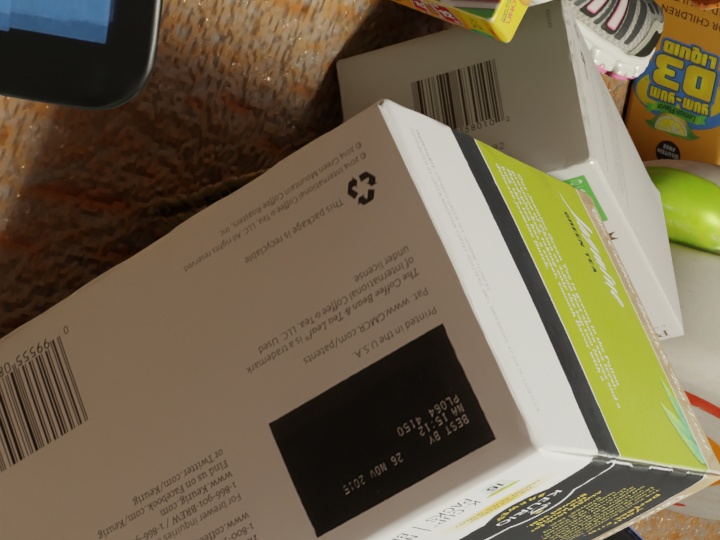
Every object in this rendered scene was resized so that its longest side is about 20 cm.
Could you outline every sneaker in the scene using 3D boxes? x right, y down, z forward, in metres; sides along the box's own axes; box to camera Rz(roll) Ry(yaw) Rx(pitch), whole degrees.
[{"bbox_3d":[0.094,-0.145,0.933,0.200,0.074,0.088,9,110,-57],"label":"sneaker"}]

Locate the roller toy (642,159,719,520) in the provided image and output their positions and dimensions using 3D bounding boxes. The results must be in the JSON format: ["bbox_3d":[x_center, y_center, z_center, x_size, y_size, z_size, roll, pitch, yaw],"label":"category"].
[{"bbox_3d":[0.178,0.046,1.099,0.182,0.200,0.140,-36,-154,60],"label":"roller toy"}]

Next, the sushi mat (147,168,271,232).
[{"bbox_3d":[0.000,0.000,0.861,0.200,0.096,0.012,40,38,-58],"label":"sushi mat"}]

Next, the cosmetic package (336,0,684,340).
[{"bbox_3d":[0.072,-0.030,0.929,0.200,0.107,0.085,48,30,-59],"label":"cosmetic package"}]

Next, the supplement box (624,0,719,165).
[{"bbox_3d":[0.198,-0.132,1.141,0.069,0.066,0.200,-33,138,-47],"label":"supplement box"}]

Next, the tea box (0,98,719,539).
[{"bbox_3d":[-0.005,0.058,0.757,0.200,0.134,0.197,-30,159,19],"label":"tea box"}]

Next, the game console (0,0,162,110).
[{"bbox_3d":[-0.136,-0.126,0.487,0.171,0.118,0.200,-28,134,-51],"label":"game console"}]

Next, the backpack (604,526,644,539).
[{"bbox_3d":[0.065,0.216,1.061,0.200,0.183,0.147,-35,162,-33],"label":"backpack"}]

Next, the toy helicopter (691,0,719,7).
[{"bbox_3d":[0.180,-0.190,0.901,0.200,0.079,0.133,-16,107,-37],"label":"toy helicopter"}]

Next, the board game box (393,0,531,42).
[{"bbox_3d":[0.060,-0.194,0.808,0.200,0.095,0.030,-62,152,-8],"label":"board game box"}]
